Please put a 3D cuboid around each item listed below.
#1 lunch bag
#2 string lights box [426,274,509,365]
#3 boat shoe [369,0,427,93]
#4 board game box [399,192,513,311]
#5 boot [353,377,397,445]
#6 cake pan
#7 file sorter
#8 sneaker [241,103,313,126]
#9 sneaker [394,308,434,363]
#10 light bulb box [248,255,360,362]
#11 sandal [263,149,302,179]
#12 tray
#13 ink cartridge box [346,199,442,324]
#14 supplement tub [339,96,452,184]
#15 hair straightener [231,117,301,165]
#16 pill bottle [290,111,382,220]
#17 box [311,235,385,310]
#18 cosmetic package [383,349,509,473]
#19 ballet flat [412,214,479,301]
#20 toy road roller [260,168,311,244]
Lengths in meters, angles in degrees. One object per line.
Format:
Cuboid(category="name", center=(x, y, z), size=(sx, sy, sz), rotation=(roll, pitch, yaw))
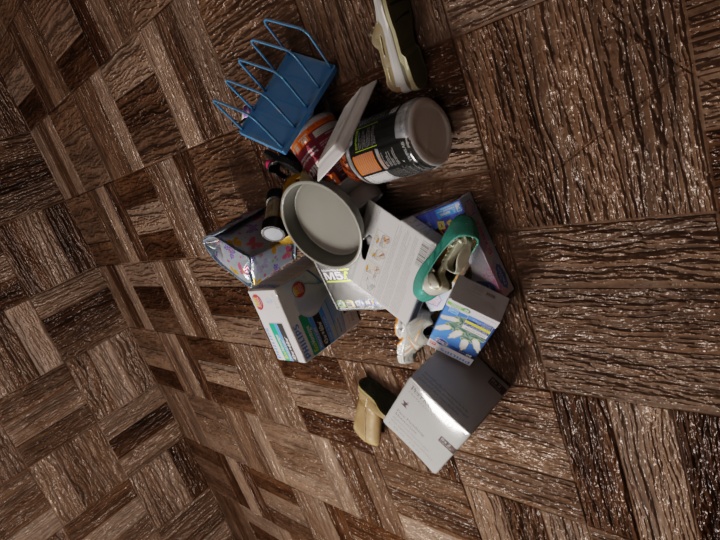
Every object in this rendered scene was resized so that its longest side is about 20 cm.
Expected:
Cuboid(category="lunch bag", center=(-0.292, -0.077, 1.468), size=(0.199, 0.169, 0.129), rotation=(31, 137, 30))
Cuboid(category="string lights box", center=(0.202, 0.101, 1.084), size=(0.102, 0.059, 0.201), rotation=(25, 149, 9))
Cuboid(category="boat shoe", center=(0.050, -0.397, 0.941), size=(0.068, 0.075, 0.203), rotation=(1, 117, 41))
Cuboid(category="board game box", center=(0.172, -0.027, 1.094), size=(0.199, 0.041, 0.202), rotation=(-18, 102, 52))
Cuboid(category="boot", center=(0.050, 0.406, 1.523), size=(0.175, 0.065, 0.202), rotation=(42, 141, 38))
Cuboid(category="cake pan", center=(-0.073, -0.097, 1.134), size=(0.198, 0.037, 0.202), rotation=(22, 135, 23))
Cuboid(category="file sorter", center=(-0.169, -0.358, 1.083), size=(0.138, 0.202, 0.123), rotation=(28, 175, 32))
Cuboid(category="sneaker", center=(-0.188, -0.332, 1.207), size=(0.199, 0.113, 0.074), rotation=(-11, 78, 49))
Cuboid(category="sneaker", center=(0.126, 0.150, 1.242), size=(0.090, 0.077, 0.201), rotation=(5, 145, 11))
Cuboid(category="light bulb box", center=(-0.136, 0.089, 1.387), size=(0.124, 0.199, 0.201), rotation=(-4, 114, 49))
Cuboid(category="sandal", center=(-0.182, -0.233, 1.260), size=(0.074, 0.046, 0.200), rotation=(25, -174, -23))
Cuboid(category="tray", center=(-0.030, -0.263, 1.034), size=(0.022, 0.202, 0.107), rotation=(32, 146, -18))
Cuboid(category="ink cartridge box", center=(0.067, -0.020, 1.125), size=(0.173, 0.043, 0.202), rotation=(38, 129, 27))
Cuboid(category="supplement tub", center=(0.057, -0.227, 1.015), size=(0.198, 0.122, 0.124), rotation=(-4, 113, 49))
Cuboid(category="hair straightener", center=(-0.195, -0.277, 1.229), size=(0.076, 0.198, 0.042), rotation=(-10, 66, 52))
Cuboid(category="pill bottle", center=(-0.049, -0.209, 1.149), size=(0.201, 0.114, 0.114), rotation=(55, 142, 3))
Cuboid(category="box", center=(0.000, 0.000, 1.239), size=(0.197, 0.048, 0.195), rotation=(-3, 127, 31))
Cuboid(category="cosmetic package", center=(0.180, 0.288, 1.207), size=(0.164, 0.164, 0.201), rotation=(41, 140, 18))
Cuboid(category="ballet flat", center=(0.151, -0.005, 1.008), size=(0.071, 0.066, 0.202), rotation=(-100, 30, -52))
Cuboid(category="toy road roller", center=(-0.124, -0.131, 1.285), size=(0.199, 0.124, 0.145), rotation=(-27, 136, 33))
